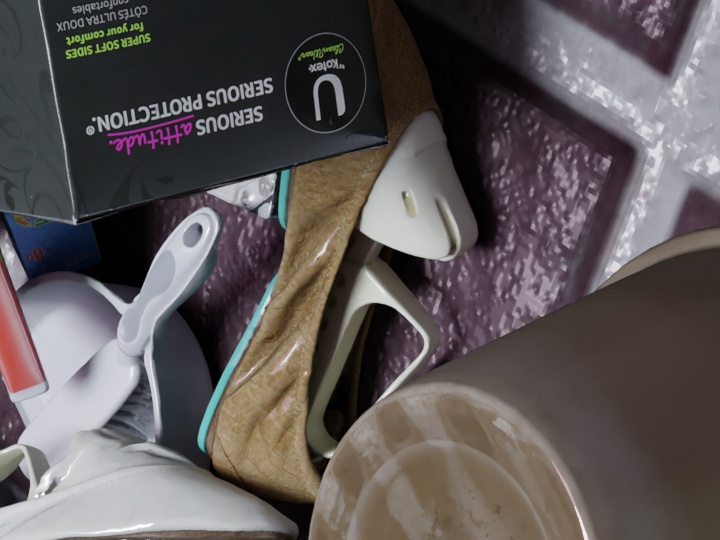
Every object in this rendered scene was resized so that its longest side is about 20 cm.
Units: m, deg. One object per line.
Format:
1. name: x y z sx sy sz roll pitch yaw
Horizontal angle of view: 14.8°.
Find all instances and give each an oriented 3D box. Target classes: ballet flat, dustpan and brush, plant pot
1. ballet flat: -0.114 0.093 1.048 0.199 0.069 0.070 -16 80 30
2. dustpan and brush: -0.091 0.038 1.085 0.200 0.057 0.140 -47 60 36
3. ballet flat: 0.000 0.000 0.995 0.072 0.068 0.201 27 112 20
4. plant pot: 0.084 0.087 0.828 0.200 0.173 0.201 4 96 46

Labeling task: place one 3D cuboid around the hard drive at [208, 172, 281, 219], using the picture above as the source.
1. hard drive: -0.049 -0.134 1.052 0.140 0.038 0.201 27 112 42

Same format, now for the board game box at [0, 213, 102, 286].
1. board game box: -0.160 -0.111 1.106 0.151 0.036 0.200 85 161 -69

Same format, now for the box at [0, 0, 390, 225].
1. box: -0.090 -0.128 0.916 0.148 0.124 0.201 8 109 57

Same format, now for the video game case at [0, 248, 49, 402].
1. video game case: -0.168 -0.065 1.068 0.143 0.017 0.200 -120 11 -56
